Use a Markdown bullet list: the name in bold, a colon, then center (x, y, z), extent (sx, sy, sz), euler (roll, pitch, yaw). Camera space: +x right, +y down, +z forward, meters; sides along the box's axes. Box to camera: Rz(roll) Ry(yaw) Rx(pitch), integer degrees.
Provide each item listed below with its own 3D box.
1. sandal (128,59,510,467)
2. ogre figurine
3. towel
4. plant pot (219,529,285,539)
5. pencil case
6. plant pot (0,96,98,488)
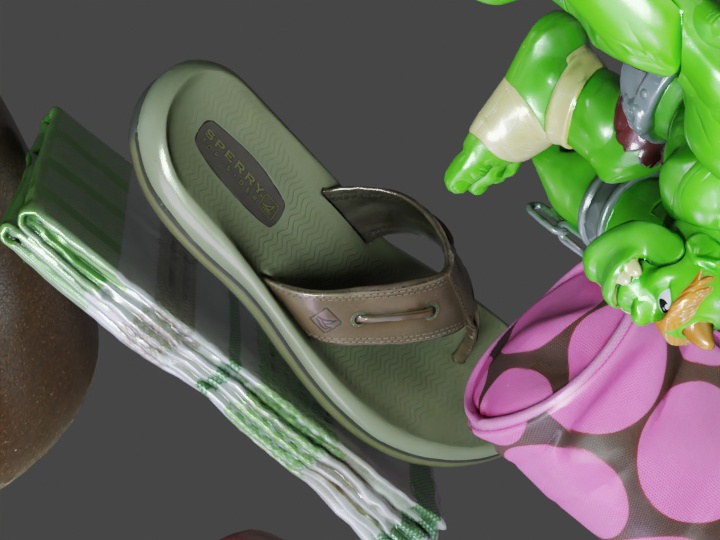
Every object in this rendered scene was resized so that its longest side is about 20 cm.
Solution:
- **sandal**: center (-0.001, 0.000, 0.930), extent (0.201, 0.080, 0.057), euler (42, 139, -24)
- **ogre figurine**: center (0.088, -0.043, 0.729), extent (0.120, 0.098, 0.201), euler (39, 145, 25)
- **towel**: center (-0.053, 0.024, 0.985), extent (0.200, 0.031, 0.149), euler (39, -168, -13)
- **plant pot**: center (-0.009, 0.236, 1.272), extent (0.194, 0.201, 0.201), euler (27, 157, 27)
- **pencil case**: center (0.137, 0.076, 0.907), extent (0.200, 0.094, 0.091), euler (37, -160, -15)
- **plant pot**: center (-0.205, -0.033, 1.000), extent (0.186, 0.187, 0.201), euler (20, 139, 21)
